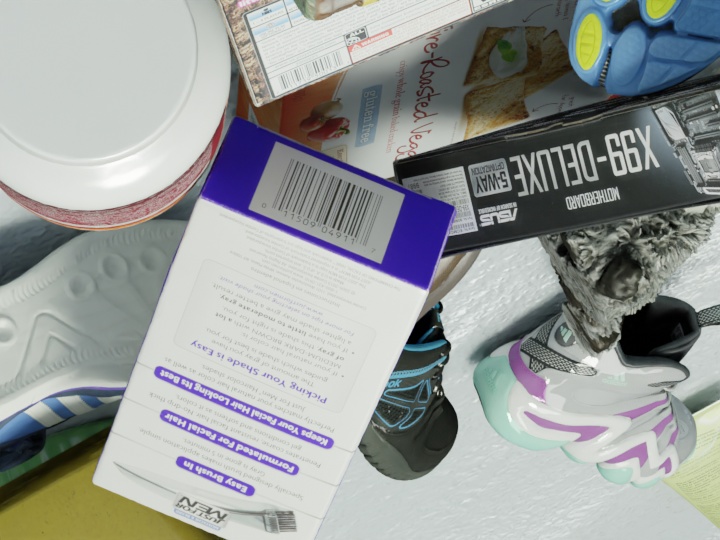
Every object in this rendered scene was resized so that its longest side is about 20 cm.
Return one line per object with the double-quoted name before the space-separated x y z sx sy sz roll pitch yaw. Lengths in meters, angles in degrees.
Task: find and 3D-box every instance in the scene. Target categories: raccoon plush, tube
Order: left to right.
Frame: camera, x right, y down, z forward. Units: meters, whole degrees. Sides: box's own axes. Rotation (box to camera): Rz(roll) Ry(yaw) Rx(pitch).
"raccoon plush" 0.162 -0.037 1.588 0.134 0.097 0.200 -31 170 -6
"tube" 0.243 0.136 1.985 0.058 0.052 0.200 -65 149 -11

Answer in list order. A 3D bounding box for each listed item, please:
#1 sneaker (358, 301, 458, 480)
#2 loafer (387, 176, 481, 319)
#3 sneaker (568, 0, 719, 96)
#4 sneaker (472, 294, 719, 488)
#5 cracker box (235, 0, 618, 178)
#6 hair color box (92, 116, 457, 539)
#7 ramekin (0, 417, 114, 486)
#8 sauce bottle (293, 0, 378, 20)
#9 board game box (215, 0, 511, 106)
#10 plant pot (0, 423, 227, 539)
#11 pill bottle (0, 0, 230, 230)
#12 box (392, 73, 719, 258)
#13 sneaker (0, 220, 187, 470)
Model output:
"sneaker" 0.022 0.059 1.637 0.082 0.074 0.200 -28 153 11
"loafer" 0.000 0.000 1.478 0.071 0.073 0.201 -6 134 -49
"sneaker" 0.161 -0.155 1.248 0.200 0.071 0.083 -57 171 -5
"sneaker" 0.176 0.061 1.758 0.140 0.078 0.199 -38 150 28
"cracker box" 0.045 -0.108 1.375 0.199 0.058 0.134 -17 153 -14
"hair color box" -0.041 0.036 1.326 0.109 0.065 0.201 23 132 -2
"ramekin" -0.149 0.168 1.671 0.199 0.098 0.200 -18 152 -10
"sauce bottle" 0.062 -0.155 1.088 0.199 0.065 0.065 -22 153 -8
"board game box" -0.003 -0.179 1.167 0.159 0.097 0.200 -22 153 -2
"plant pot" -0.127 0.183 1.477 0.199 0.177 0.200 -28 -176 3
"pill bottle" -0.108 -0.077 1.175 0.112 0.114 0.200 -21 179 -4
"box" 0.138 -0.056 1.300 0.199 0.050 0.157 -11 -176 45
"sneaker" -0.158 0.046 1.473 0.199 0.081 0.146 -20 170 -28
